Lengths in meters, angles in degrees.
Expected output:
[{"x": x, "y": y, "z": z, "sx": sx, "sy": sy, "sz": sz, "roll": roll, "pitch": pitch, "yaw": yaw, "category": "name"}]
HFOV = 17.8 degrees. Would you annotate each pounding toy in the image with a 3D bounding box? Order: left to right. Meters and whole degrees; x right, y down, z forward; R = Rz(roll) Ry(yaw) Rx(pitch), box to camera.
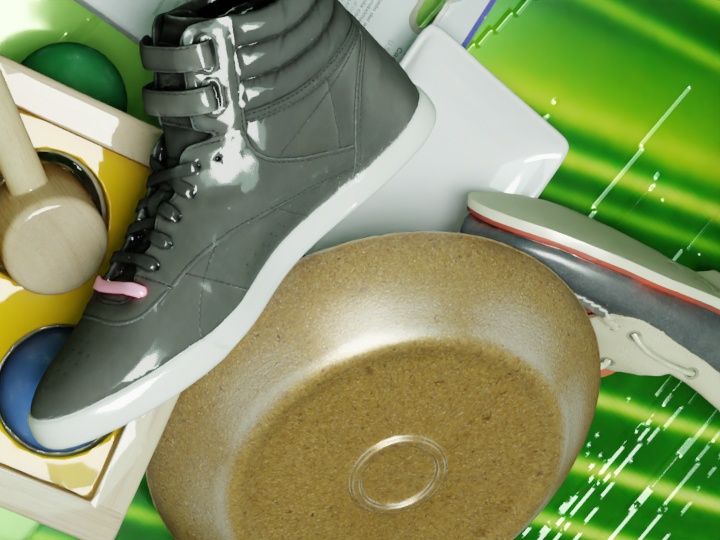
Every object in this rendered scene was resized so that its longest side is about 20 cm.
[{"x": -0.142, "y": -0.022, "z": 0.883, "sx": 0.183, "sy": 0.142, "sz": 0.201, "roll": 24, "pitch": 92, "yaw": -19, "category": "pounding toy"}]

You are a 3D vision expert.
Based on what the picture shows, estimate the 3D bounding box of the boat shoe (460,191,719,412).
[{"x": 0.122, "y": 0.022, "z": 1.006, "sx": 0.199, "sy": 0.071, "sz": 0.063, "roll": 22, "pitch": 105, "yaw": -27, "category": "boat shoe"}]

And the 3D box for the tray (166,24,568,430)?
[{"x": 0.000, "y": 0.000, "z": 0.980, "sx": 0.107, "sy": 0.022, "sz": 0.200, "roll": 36, "pitch": 87, "yaw": -42, "category": "tray"}]

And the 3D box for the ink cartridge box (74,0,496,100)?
[{"x": -0.019, "y": -0.162, "z": 0.940, "sx": 0.200, "sy": 0.043, "sz": 0.197, "roll": 34, "pitch": 88, "yaw": -38, "category": "ink cartridge box"}]

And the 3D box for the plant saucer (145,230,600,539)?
[{"x": 0.012, "y": 0.075, "z": 0.955, "sx": 0.199, "sy": 0.036, "sz": 0.201, "roll": -10, "pitch": 130, "yaw": -12, "category": "plant saucer"}]

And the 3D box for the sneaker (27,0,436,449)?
[{"x": -0.066, "y": -0.032, "z": 0.827, "sx": 0.200, "sy": 0.071, "sz": 0.099, "roll": -46, "pitch": 119, "yaw": -20, "category": "sneaker"}]
